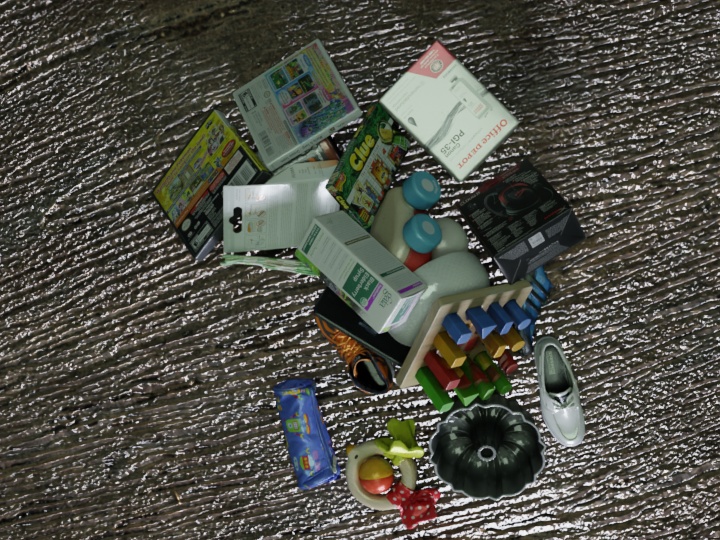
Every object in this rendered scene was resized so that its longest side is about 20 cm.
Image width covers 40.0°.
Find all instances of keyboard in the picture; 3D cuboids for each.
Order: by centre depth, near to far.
[{"bbox_3d":[0.017,0.090,1.721,0.200,0.127,0.021,32,129,-1],"label":"keyboard"}]

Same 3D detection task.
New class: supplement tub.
[{"bbox_3d":[-0.132,-0.172,1.710,0.200,0.107,0.107,-31,91,6],"label":"supplement tub"}]

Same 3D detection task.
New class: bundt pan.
[{"bbox_3d":[0.219,0.294,1.712,0.202,0.076,0.202,3,117,6],"label":"bundt pan"}]

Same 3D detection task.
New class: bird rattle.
[{"bbox_3d":[0.056,0.365,1.759,0.163,0.113,0.200,-6,107,16],"label":"bird rattle"}]

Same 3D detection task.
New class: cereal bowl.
[{"bbox_3d":[0.136,0.063,1.653,0.200,0.200,0.083,-36,62,6],"label":"cereal bowl"}]

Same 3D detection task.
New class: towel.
[{"bbox_3d":[-0.131,-0.009,1.698,0.200,0.153,0.023,5,92,2],"label":"towel"}]

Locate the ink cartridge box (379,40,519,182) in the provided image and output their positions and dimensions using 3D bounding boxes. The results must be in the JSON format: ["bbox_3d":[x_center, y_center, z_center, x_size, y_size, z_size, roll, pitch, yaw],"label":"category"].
[{"bbox_3d":[0.153,-0.269,1.692,0.200,0.083,0.147,45,96,0],"label":"ink cartridge box"}]

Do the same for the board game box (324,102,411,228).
[{"bbox_3d":[0.016,-0.178,1.660,0.105,0.023,0.200,45,54,-28],"label":"board game box"}]

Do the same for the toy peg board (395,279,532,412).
[{"bbox_3d":[0.190,0.132,1.614,0.098,0.200,0.199,54,138,32],"label":"toy peg board"}]

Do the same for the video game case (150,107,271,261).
[{"bbox_3d":[-0.261,-0.149,1.701,0.200,0.025,0.181,-49,57,18],"label":"video game case"}]

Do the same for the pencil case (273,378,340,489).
[{"bbox_3d":[-0.093,0.288,1.753,0.087,0.078,0.200,-13,94,34],"label":"pencil case"}]

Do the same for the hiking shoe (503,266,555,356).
[{"bbox_3d":[0.297,0.050,1.710,0.087,0.074,0.200,-5,99,-4],"label":"hiking shoe"}]

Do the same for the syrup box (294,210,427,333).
[{"bbox_3d":[0.000,0.000,1.569,0.200,0.081,0.079,43,124,20],"label":"syrup box"}]

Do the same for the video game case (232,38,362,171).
[{"bbox_3d":[-0.111,-0.284,1.685,0.182,0.024,0.200,-31,53,6],"label":"video game case"}]

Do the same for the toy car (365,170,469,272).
[{"bbox_3d":[0.117,-0.037,1.679,0.200,0.177,0.184,22,140,-25],"label":"toy car"}]

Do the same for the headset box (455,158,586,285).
[{"bbox_3d":[0.260,-0.090,1.653,0.149,0.200,0.075,-33,127,4],"label":"headset box"}]

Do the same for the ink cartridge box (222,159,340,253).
[{"bbox_3d":[-0.135,-0.106,1.674,0.200,0.050,0.162,-4,138,-11],"label":"ink cartridge box"}]

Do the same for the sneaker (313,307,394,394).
[{"bbox_3d":[-0.010,0.132,1.719,0.078,0.112,0.200,-42,90,6],"label":"sneaker"}]

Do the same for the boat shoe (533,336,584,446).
[{"bbox_3d":[0.343,0.215,1.722,0.074,0.065,0.200,-19,92,5],"label":"boat shoe"}]
